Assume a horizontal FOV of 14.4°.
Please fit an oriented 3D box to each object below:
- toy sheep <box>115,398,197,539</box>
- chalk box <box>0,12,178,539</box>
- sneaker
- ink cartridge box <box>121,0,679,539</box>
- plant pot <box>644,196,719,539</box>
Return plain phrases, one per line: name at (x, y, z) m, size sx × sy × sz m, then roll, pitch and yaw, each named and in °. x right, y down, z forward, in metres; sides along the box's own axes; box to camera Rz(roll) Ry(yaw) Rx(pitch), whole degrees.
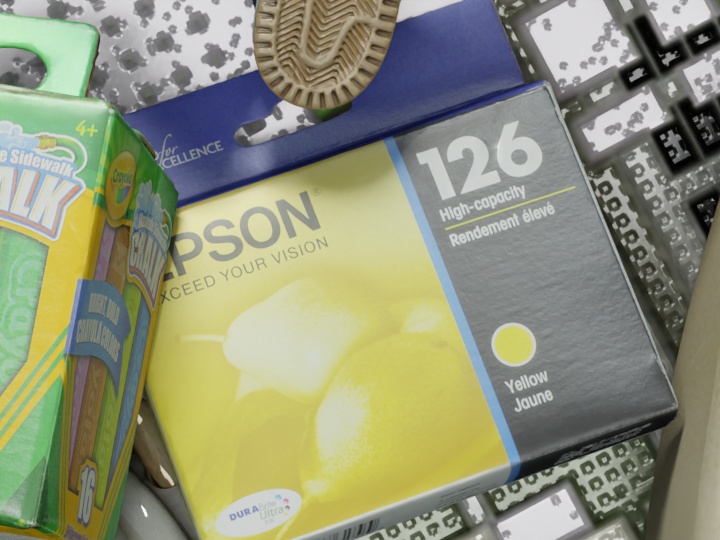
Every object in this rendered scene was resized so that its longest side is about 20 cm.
toy sheep at (-0.102, 0.129, 1.153) m, size 0.200 × 0.138 × 0.138 m, roll -31°, pitch 95°, yaw -18°
chalk box at (-0.145, -0.003, 1.050) m, size 0.124 × 0.124 × 0.200 m, roll 7°, pitch 78°, yaw 9°
sneaker at (0.006, -0.165, 1.120) m, size 0.070 × 0.109 × 0.200 m, roll 20°, pitch 99°, yaw -5°
ink cartridge box at (0.000, 0.000, 1.133) m, size 0.197 × 0.047 × 0.200 m, roll -20°, pitch 77°, yaw -9°
plant pot at (0.220, 0.031, 1.116) m, size 0.199 × 0.200 × 0.177 m, roll 1°, pitch 85°, yaw 0°
